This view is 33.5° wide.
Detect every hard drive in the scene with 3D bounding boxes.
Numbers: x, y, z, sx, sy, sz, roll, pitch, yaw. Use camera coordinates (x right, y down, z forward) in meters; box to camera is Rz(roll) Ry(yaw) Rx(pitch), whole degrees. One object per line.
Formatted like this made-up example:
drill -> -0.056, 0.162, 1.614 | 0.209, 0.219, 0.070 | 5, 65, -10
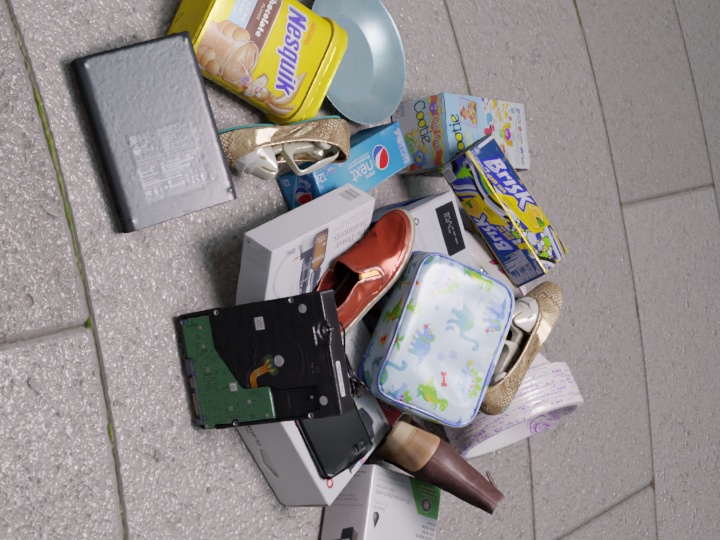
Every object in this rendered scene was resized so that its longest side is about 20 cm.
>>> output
hard drive -> -0.233, -0.159, 1.367 | 0.138, 0.033, 0.202 | -19, 99, -23
hard drive -> -0.110, 0.104, 1.370 | 0.038, 0.198, 0.141 | -11, 90, -63

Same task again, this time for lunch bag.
lunch bag -> 0.100, 0.089, 1.512 | 0.160, 0.082, 0.202 | 23, 83, -20

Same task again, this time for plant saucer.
plant saucer -> -0.014, -0.299, 1.666 | 0.200, 0.038, 0.203 | 11, 75, -46

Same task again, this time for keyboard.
keyboard -> -0.046, 0.142, 1.445 | 0.103, 0.040, 0.202 | -28, 105, -21

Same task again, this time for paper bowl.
paper bowl -> 0.209, 0.184, 1.709 | 0.200, 0.200, 0.105 | -1, 62, -48

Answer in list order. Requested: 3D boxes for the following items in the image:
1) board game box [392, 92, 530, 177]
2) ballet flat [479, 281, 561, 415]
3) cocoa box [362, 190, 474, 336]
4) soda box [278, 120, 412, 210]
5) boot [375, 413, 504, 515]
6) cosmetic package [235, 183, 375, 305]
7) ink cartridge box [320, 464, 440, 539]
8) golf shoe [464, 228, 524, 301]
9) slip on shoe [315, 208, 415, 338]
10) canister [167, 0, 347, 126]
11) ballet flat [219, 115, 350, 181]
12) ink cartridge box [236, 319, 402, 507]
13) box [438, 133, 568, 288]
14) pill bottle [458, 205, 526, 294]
board game box -> 0.151, -0.197, 1.781 | 0.199, 0.102, 0.106 | -1, 85, -48
ballet flat -> 0.204, 0.094, 1.585 | 0.065, 0.070, 0.201 | 38, 73, -38
cocoa box -> 0.069, 0.012, 1.633 | 0.133, 0.130, 0.202 | -26, 102, -45
soda box -> -0.017, -0.135, 1.611 | 0.200, 0.067, 0.065 | -35, 110, -45
boot -> 0.104, 0.262, 1.563 | 0.166, 0.200, 0.073 | 37, 83, 5
cosmetic package -> -0.070, -0.005, 1.487 | 0.199, 0.051, 0.152 | -30, 143, -45
ink cartridge box -> 0.022, 0.366, 1.554 | 0.145, 0.084, 0.202 | 25, 65, -42
golf shoe -> 0.186, 0.022, 1.676 | 0.072, 0.092, 0.200 | -39, 96, 3
slip on shoe -> 0.000, 0.000, 1.484 | 0.200, 0.074, 0.061 | -51, 140, -15
canister -> -0.128, -0.282, 1.483 | 0.199, 0.086, 0.150 | 26, 87, -40
ballet flat -> -0.098, -0.147, 1.482 | 0.198, 0.071, 0.066 | -13, 71, -22
ink cartridge box -> -0.046, 0.180, 1.513 | 0.200, 0.082, 0.147 | -47, 117, -42
box -> 0.198, -0.083, 1.655 | 0.070, 0.064, 0.201 | -38, 96, -43
pill bottle -> 0.184, 0.001, 1.777 | 0.111, 0.110, 0.202 | -17, 96, -48
